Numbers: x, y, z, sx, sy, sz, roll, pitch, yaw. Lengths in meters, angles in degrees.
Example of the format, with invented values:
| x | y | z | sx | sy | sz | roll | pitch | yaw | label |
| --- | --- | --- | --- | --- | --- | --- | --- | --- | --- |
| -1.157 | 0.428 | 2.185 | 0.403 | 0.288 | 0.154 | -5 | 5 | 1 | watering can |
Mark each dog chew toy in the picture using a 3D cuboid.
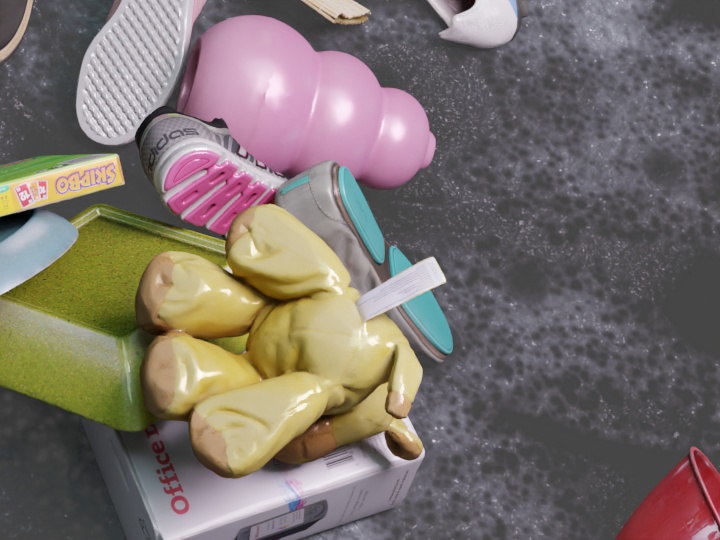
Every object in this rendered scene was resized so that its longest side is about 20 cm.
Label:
| x | y | z | sx | sy | sz | roll | pitch | yaw | label |
| --- | --- | --- | --- | --- | --- | --- | --- | --- | --- |
| -0.038 | -0.118 | 1.525 | 0.198 | 0.125 | 0.126 | 15 | 54 | -15 | dog chew toy |

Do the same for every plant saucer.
| x | y | z | sx | sy | sz | roll | pitch | yaw | label |
| --- | --- | --- | --- | --- | --- | --- | --- | --- | --- |
| -0.286 | 0.002 | 1.341 | 0.199 | 0.199 | 0.028 | -30 | 108 | -29 | plant saucer |
| -0.169 | 0.018 | 1.363 | 0.199 | 0.048 | 0.199 | 16 | 34 | 30 | plant saucer |

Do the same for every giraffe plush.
| x | y | z | sx | sy | sz | roll | pitch | yaw | label |
| --- | --- | --- | --- | --- | --- | --- | --- | --- | --- |
| -0.033 | 0.062 | 1.287 | 0.198 | 0.162 | 0.174 | -11 | 67 | 4 | giraffe plush |

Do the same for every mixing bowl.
| x | y | z | sx | sy | sz | roll | pitch | yaw | label |
| --- | --- | --- | --- | --- | --- | --- | --- | --- | --- |
| 0.229 | 0.233 | 1.343 | 0.108 | 0.200 | 0.201 | -31 | 64 | 10 | mixing bowl |

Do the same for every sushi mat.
| x | y | z | sx | sy | sz | roll | pitch | yaw | label |
| --- | --- | --- | --- | --- | --- | --- | --- | --- | --- |
| -0.084 | -0.259 | 1.633 | 0.199 | 0.012 | 0.096 | 34 | 15 | 8 | sushi mat |

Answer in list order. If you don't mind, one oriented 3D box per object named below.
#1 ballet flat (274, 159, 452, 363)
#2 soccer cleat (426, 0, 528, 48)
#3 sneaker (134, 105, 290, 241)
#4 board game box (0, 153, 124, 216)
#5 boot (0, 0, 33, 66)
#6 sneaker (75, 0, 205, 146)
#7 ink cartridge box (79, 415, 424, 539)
| x | y | z | sx | sy | sz | roll | pitch | yaw | label |
| --- | --- | --- | --- | --- | --- | --- | --- | --- | --- |
| 0.000 | 0.000 | 1.450 | 0.063 | 0.201 | 0.068 | -20 | 40 | 17 | ballet flat |
| 0.073 | -0.275 | 1.678 | 0.086 | 0.070 | 0.201 | -4 | 60 | -31 | soccer cleat |
| -0.095 | -0.063 | 1.445 | 0.074 | 0.200 | 0.088 | -44 | 55 | 10 | sneaker |
| -0.243 | -0.060 | 1.405 | 0.095 | 0.200 | 0.030 | -16 | 102 | -24 | board game box |
| -0.298 | -0.206 | 1.494 | 0.077 | 0.139 | 0.201 | 24 | 54 | 2 | boot |
| -0.164 | -0.187 | 1.567 | 0.075 | 0.105 | 0.202 | 17 | 84 | 0 | sneaker |
| -0.078 | 0.113 | 1.380 | 0.198 | 0.086 | 0.148 | -16 | 63 | -21 | ink cartridge box |
